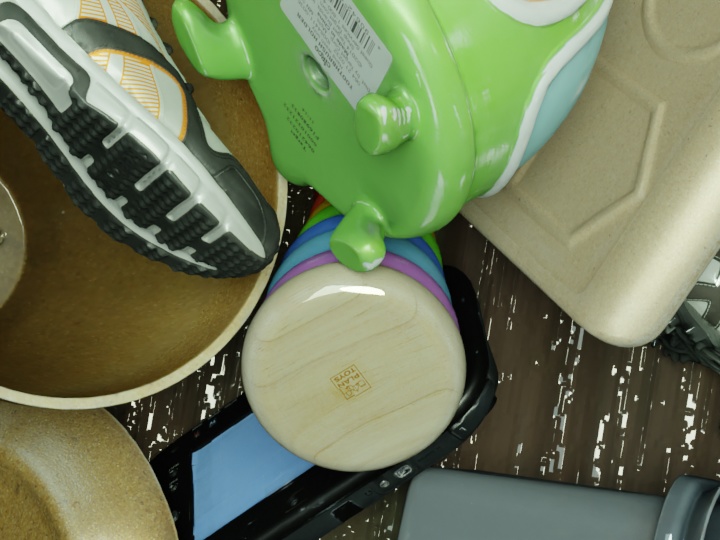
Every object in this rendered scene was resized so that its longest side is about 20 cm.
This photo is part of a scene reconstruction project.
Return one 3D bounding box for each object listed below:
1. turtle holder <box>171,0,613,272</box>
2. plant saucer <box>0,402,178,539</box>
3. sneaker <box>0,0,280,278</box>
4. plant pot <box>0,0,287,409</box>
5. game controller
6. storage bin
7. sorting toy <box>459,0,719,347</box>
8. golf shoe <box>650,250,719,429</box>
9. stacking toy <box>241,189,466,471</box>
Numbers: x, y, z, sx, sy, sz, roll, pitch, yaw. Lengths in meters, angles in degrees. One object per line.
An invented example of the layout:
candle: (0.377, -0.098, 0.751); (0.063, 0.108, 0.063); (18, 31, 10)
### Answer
turtle holder: (0.023, -0.079, 0.687); (0.132, 0.186, 0.141); (-32, 51, -21)
plant saucer: (-0.160, 0.148, 0.831); (0.200, 0.035, 0.201); (-2, 86, 39)
sneaker: (-0.094, -0.080, 0.689); (0.200, 0.074, 0.080); (47, 57, -18)
plant pot: (-0.156, -0.028, 0.802); (0.186, 0.200, 0.187); (4, 81, -27)
game controller: (-0.026, 0.076, 0.817); (0.200, 0.042, 0.104); (-35, 39, 17)
storage bin: (0.075, 0.173, 0.782); (0.134, 0.145, 0.201); (10, 87, 22)
sorting toy: (0.103, -0.090, 0.751); (0.185, 0.036, 0.200); (-57, 43, 12)
golf shoe: (0.167, 0.007, 0.811); (0.094, 0.078, 0.200); (-39, 85, -6)
stacking toy: (0.000, 0.000, 0.783); (0.085, 0.200, 0.086); (1, 114, 2)
